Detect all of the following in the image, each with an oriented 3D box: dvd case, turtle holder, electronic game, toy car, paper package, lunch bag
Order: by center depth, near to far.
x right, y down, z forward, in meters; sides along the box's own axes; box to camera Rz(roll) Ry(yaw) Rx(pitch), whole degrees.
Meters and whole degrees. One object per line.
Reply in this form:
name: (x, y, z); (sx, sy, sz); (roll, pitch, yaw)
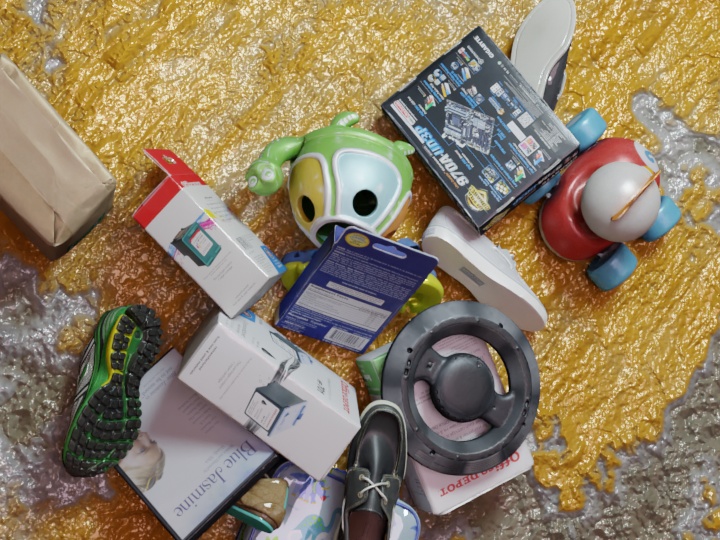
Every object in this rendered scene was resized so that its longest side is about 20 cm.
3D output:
paper package: (-0.358, -0.114, 1.348); (0.103, 0.200, 0.191); (-43, 97, -13)
dvd case: (-0.204, 0.195, 1.404); (0.142, 0.018, 0.200); (-42, 60, -13)
turtle holder: (-0.025, -0.098, 1.444); (0.185, 0.140, 0.133); (39, 44, -37)
electronic game: (0.117, 0.136, 1.451); (0.197, 0.042, 0.203); (1, 87, -17)
lunch bag: (-0.037, 0.313, 1.467); (0.198, 0.082, 0.163); (24, 82, -12)
toy car: (0.318, -0.094, 1.524); (0.177, 0.200, 0.185); (-44, 98, -13)

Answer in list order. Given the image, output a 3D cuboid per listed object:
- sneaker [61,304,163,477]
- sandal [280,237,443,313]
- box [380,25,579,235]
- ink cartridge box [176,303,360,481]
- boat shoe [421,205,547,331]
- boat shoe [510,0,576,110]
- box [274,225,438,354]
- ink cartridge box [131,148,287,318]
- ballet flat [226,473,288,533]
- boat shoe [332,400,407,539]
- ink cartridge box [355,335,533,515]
sneaker: (-0.287, 0.137, 1.414); (0.078, 0.085, 0.202); (31, 70, -35)
sandal: (0.000, 0.000, 1.509); (0.197, 0.080, 0.088); (6, 50, -8)
box: (0.144, -0.171, 1.515); (0.158, 0.046, 0.201); (-39, 77, -1)
ink cartridge box: (-0.102, 0.130, 1.421); (0.199, 0.147, 0.086); (36, 98, -10)
boat shoe: (0.160, -0.003, 1.549); (0.199, 0.072, 0.069); (36, 58, -13)
boat shoe: (0.228, -0.249, 1.583); (0.073, 0.060, 0.203); (10, 76, 28)
box: (-0.005, 0.017, 1.439); (0.120, 0.200, 0.033); (20, 48, -19)
ink cartridge box: (-0.182, -0.045, 1.420); (0.067, 0.116, 0.200); (-45, 88, 8)
ballet flat: (-0.165, 0.235, 1.420); (0.198, 0.068, 0.073); (12, 58, 27)
boat shoe: (0.016, 0.247, 1.392); (0.071, 0.068, 0.203); (11, 95, -9)
ink cartridge box: (0.101, 0.171, 1.510); (0.145, 0.084, 0.202); (-23, 93, -16)
